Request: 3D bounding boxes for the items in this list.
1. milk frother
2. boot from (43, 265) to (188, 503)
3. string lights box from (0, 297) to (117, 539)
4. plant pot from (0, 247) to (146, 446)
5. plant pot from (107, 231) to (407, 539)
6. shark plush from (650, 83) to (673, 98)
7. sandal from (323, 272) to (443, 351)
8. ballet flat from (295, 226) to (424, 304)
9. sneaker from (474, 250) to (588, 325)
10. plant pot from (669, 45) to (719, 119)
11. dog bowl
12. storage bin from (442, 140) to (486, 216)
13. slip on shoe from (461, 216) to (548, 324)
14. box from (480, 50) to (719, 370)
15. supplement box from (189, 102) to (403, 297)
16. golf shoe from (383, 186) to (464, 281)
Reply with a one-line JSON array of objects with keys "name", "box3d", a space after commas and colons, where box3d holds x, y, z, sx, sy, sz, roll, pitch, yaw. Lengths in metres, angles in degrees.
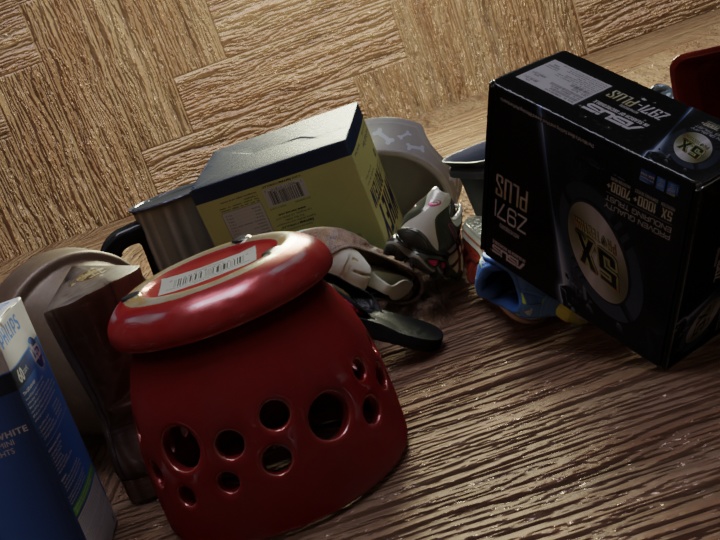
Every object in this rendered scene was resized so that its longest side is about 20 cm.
[{"name": "milk frother", "box3d": [-0.206, 0.004, 1.216, 0.180, 0.189, 0.200, -28, 15, -28]}, {"name": "boot", "box3d": [-0.168, 0.069, 0.868, 0.064, 0.201, 0.186, -9, 18, 38]}, {"name": "string lights box", "box3d": [-0.249, 0.130, 0.744, 0.059, 0.201, 0.103, -20, 13, -3]}, {"name": "plant pot", "box3d": [-0.238, 0.084, 0.962, 0.174, 0.201, 0.200, 7, 28, 43]}, {"name": "plant pot", "box3d": [-0.083, 0.080, 0.761, 0.200, 0.183, 0.200, -18, 16, 5]}, {"name": "shark plush", "box3d": [0.272, -0.134, 0.921, 0.200, 0.091, 0.083, 24, 68, 29]}, {"name": "sandal", "box3d": [-0.015, 0.030, 0.961, 0.199, 0.045, 0.075, 13, 17, 11]}, {"name": "ballet flat", "box3d": [0.000, 0.000, 1.062, 0.200, 0.068, 0.067, 9, 26, -47]}, {"name": "sneaker", "box3d": [0.144, -0.026, 0.915, 0.105, 0.076, 0.200, -6, 36, -15]}, {"name": "plant pot", "box3d": [0.388, -0.094, 0.782, 0.176, 0.201, 0.199, -17, 9, -41]}, {"name": "dog bowl", "box3d": [0.034, -0.101, 1.307, 0.199, 0.200, 0.059, -15, 39, 17]}, {"name": "storage bin", "box3d": [0.209, -0.096, 1.138, 0.199, 0.135, 0.145, -23, 14, -16]}, {"name": "slip on shoe", "box3d": [0.145, 0.007, 0.998, 0.074, 0.061, 0.200, 0, 24, -11]}, {"name": "box", "box3d": [0.191, -0.051, 0.765, 0.086, 0.164, 0.200, -27, 44, -28]}, {"name": "supplement box", "box3d": [-0.064, -0.062, 1.208, 0.199, 0.200, 0.134, -16, 25, 14]}, {"name": "golf shoe", "box3d": [0.088, -0.039, 1.099, 0.077, 0.088, 0.200, 28, 5, 10]}]
